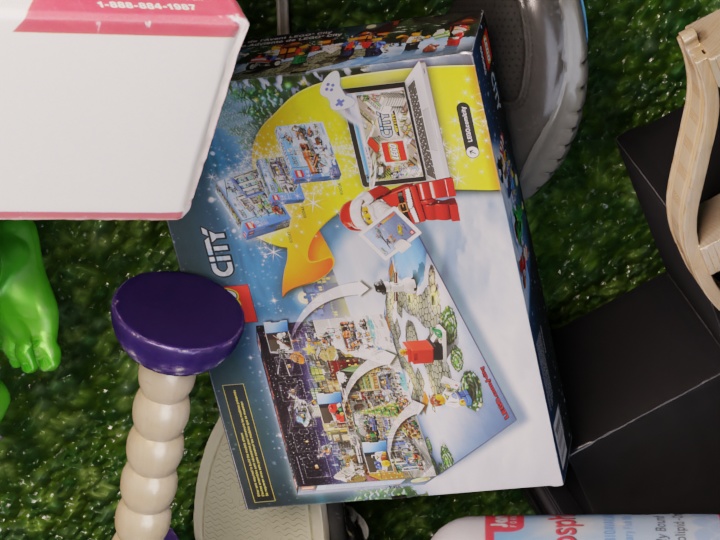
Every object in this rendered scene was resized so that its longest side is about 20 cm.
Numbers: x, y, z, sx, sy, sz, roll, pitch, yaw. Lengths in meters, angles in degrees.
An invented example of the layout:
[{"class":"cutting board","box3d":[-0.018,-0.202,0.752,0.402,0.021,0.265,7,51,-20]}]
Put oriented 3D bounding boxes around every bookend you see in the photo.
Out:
[{"class":"bookend","box3d":[0.145,0.017,1.245,0.200,0.092,0.199,-28,131,-1]}]

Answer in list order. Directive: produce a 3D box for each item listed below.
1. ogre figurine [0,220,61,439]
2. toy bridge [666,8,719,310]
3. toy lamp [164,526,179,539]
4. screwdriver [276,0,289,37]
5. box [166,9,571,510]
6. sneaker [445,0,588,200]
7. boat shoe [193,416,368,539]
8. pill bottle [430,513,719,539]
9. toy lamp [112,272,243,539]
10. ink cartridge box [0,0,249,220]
[{"class":"ogre figurine","box3d":[-0.158,-0.018,1.076,0.120,0.098,0.200,-5,145,-45]},{"class":"toy bridge","box3d":[0.159,-0.023,1.144,0.067,0.027,0.200,-28,130,1]},{"class":"toy lamp","box3d":[-0.165,0.174,1.241,0.200,0.058,0.058,-21,131,-10]},{"class":"screwdriver","box3d":[-0.034,-0.098,1.115,0.029,0.028,0.200,9,127,5]},{"class":"box","box3d":[0.000,0.000,1.133,0.136,0.038,0.200,-5,120,15]},{"class":"sneaker","box3d":[0.032,-0.051,1.151,0.082,0.073,0.200,2,123,-25]},{"class":"boat shoe","box3d":[-0.028,0.129,1.279,0.068,0.072,0.200,-42,137,-43]},{"class":"pill bottle","box3d":[0.088,0.158,1.203,0.199,0.109,0.109,0,128,2]},{"class":"toy lamp","box3d":[-0.086,0.096,1.150,0.058,0.058,0.200,-3,128,-24]},{"class":"ink cartridge box","box3d":[-0.142,-0.108,0.938,0.145,0.200,0.084,-1,130,-25]}]
